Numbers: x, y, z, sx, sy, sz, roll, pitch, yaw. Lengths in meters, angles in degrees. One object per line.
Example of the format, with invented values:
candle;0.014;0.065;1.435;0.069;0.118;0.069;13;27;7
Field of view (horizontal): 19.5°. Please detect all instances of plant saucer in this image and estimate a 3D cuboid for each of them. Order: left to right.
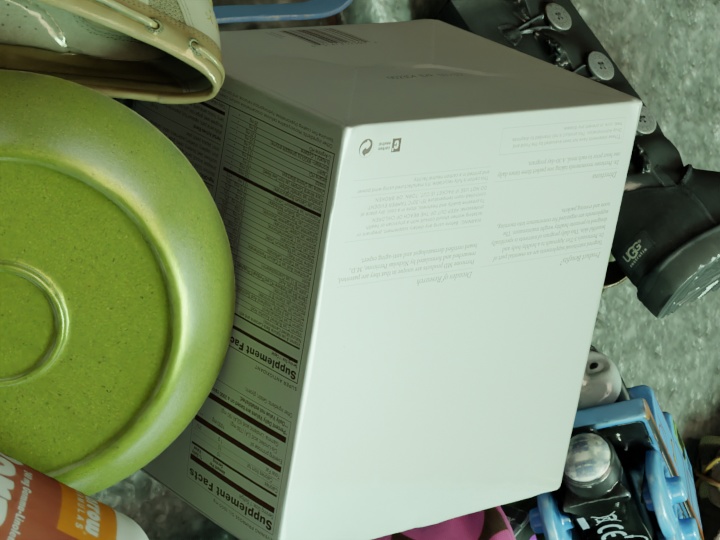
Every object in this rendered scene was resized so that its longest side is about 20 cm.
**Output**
plant saucer;-0.150;0.018;0.868;0.199;0.031;0.201;-3;112;-8

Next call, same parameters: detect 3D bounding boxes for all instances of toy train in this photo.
toy train;0.140;0.119;1.152;0.200;0.086;0.115;57;22;-54

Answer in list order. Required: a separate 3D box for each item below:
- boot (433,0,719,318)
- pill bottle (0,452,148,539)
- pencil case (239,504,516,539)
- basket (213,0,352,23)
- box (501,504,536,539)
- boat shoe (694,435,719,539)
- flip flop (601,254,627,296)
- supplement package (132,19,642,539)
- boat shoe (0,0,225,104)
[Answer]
boot;0.145;-0.081;1.134;0.165;0.200;0.066;-18;152;-51
pill bottle;-0.154;0.129;0.835;0.200;0.112;0.113;29;74;-17
pencil case;-0.028;0.153;1.006;0.199;0.094;0.091;-8;145;-20
basket;-0.057;-0.203;0.937;0.176;0.139;0.201;-13;119;-42
box;0.060;0.243;1.140;0.143;0.036;0.200;-47;139;-35
boat shoe;0.238;0.131;1.320;0.072;0.072;0.200;43;74;-5
flip flop;0.139;-0.030;1.172;0.081;0.057;0.200;68;29;-27
supplement package;0.000;0.000;0.979;0.191;0.147;0.201;-8;116;-42
boat shoe;-0.155;-0.101;0.856;0.200;0.063;0.073;4;136;-22
